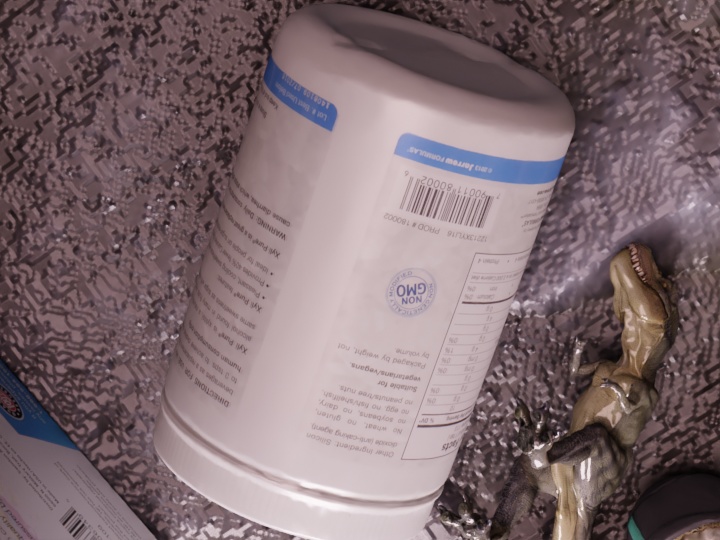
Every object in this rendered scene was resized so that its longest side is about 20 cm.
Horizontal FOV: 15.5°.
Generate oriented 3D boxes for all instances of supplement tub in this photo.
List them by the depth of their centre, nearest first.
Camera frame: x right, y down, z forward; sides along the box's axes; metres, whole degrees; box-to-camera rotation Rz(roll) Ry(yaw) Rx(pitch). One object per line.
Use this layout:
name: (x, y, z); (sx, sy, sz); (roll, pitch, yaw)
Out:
supplement tub: (0.000, 0.000, 1.117); (0.132, 0.132, 0.200); (22, 107, 5)

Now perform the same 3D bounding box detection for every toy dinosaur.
toy dinosaur: (0.086, 0.087, 1.146); (0.047, 0.088, 0.200); (32, 111, 39)

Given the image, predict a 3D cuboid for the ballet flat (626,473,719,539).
ballet flat: (0.212, 0.136, 1.142); (0.200, 0.073, 0.073); (12, 105, 8)

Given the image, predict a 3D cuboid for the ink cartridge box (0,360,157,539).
ink cartridge box: (-0.202, 0.148, 1.155); (0.146, 0.200, 0.147); (-40, 93, 17)
